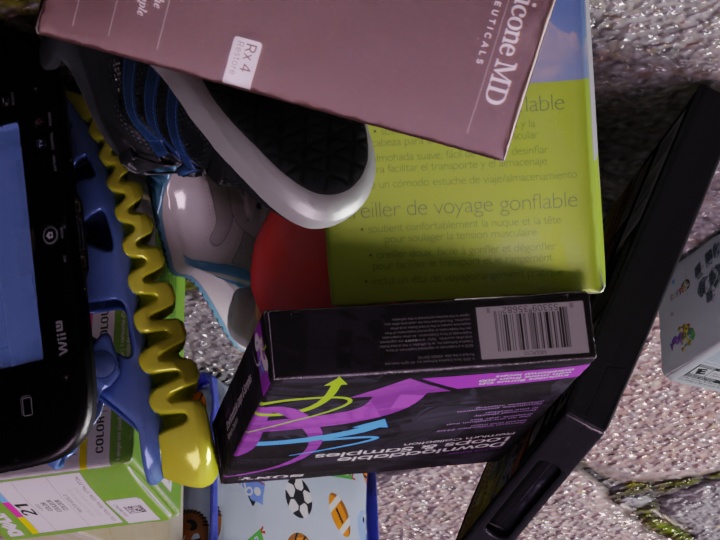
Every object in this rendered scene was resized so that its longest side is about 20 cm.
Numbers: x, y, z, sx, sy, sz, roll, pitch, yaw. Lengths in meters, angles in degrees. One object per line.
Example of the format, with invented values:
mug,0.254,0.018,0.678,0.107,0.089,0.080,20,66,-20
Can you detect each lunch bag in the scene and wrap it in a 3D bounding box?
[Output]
lunch bag,-0.069,0.184,1.715,0.123,0.201,0.170,-20,146,33

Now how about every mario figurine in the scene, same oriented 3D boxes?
mario figurine,0.000,0.000,1.405,0.124,0.106,0.200,-47,156,-8

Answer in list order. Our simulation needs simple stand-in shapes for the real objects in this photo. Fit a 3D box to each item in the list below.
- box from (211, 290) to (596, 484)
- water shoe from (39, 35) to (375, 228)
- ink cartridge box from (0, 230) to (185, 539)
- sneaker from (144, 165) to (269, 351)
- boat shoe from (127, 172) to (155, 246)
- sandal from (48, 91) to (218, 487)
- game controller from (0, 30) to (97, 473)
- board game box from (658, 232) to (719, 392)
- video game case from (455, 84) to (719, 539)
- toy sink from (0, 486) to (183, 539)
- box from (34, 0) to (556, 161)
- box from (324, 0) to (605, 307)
box,0.015,0.055,1.332,0.142,0.036,0.200,-4,165,-10
water shoe,-0.065,-0.069,1.249,0.071,0.200,0.079,-15,138,-36
ink cartridge box,-0.196,0.060,1.528,0.199,0.149,0.076,-8,151,14
sneaker,-0.054,-0.027,1.458,0.080,0.077,0.200,-17,155,10
boat shoe,-0.193,-0.032,1.441,0.199,0.065,0.072,12,150,-23
sandal,-0.130,0.013,1.385,0.087,0.201,0.080,-15,167,-3
game controller,-0.171,-0.007,1.352,0.104,0.201,0.042,-15,168,37
board game box,0.269,0.006,1.533,0.147,0.065,0.200,12,151,-26
video game case,0.113,0.032,1.437,0.025,0.201,0.181,27,149,-3
toy sink,-0.207,0.121,1.668,0.199,0.131,0.112,-22,146,36
box,-0.022,-0.124,1.181,0.199,0.075,0.101,14,117,-5
box,0.039,-0.088,1.261,0.121,0.201,0.048,-3,-164,4
